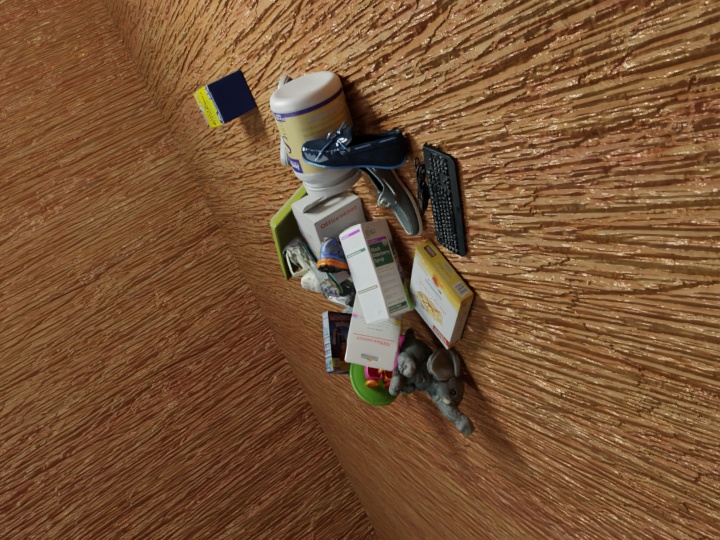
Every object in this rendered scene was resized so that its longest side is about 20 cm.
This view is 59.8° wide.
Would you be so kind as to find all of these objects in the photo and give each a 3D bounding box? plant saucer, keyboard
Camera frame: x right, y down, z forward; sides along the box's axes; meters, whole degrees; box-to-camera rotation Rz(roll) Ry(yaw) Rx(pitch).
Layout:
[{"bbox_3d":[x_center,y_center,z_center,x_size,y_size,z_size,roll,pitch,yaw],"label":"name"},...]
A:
[{"bbox_3d":[-0.154,-0.113,1.549,0.047,0.201,0.202,25,148,21],"label":"plant saucer"},{"bbox_3d":[0.127,-0.114,1.062,0.104,0.039,0.204,39,151,46],"label":"keyboard"}]

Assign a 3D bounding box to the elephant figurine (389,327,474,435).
[{"bbox_3d":[0.169,0.239,1.368,0.195,0.159,0.141,16,-174,8],"label":"elephant figurine"}]

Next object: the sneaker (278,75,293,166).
[{"bbox_3d":[-0.139,-0.330,1.393,0.077,0.079,0.204,7,125,10],"label":"sneaker"}]

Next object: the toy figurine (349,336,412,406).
[{"bbox_3d":[0.096,0.233,1.539,0.184,0.195,0.154,131,142,-51],"label":"toy figurine"}]

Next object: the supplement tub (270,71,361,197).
[{"bbox_3d":[-0.080,-0.263,1.218,0.145,0.143,0.204,33,148,53],"label":"supplement tub"}]

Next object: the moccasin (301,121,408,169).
[{"bbox_3d":[-0.011,-0.227,1.107,0.081,0.194,0.070,-76,-17,-50],"label":"moccasin"}]

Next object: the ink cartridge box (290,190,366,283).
[{"bbox_3d":[-0.064,-0.099,1.451,0.125,0.127,0.204,37,150,49],"label":"ink cartridge box"}]

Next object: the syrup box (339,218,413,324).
[{"bbox_3d":[0.033,0.001,1.323,0.081,0.078,0.205,-19,87,49],"label":"syrup box"}]

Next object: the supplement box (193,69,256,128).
[{"bbox_3d":[-0.384,-0.478,1.757,0.199,0.108,0.111,19,136,64],"label":"supplement box"}]

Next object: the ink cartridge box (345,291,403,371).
[{"bbox_3d":[0.033,0.130,1.392,0.113,0.204,0.068,10,150,3],"label":"ink cartridge box"}]

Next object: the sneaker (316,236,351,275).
[{"bbox_3d":[-0.015,-0.034,1.389,0.074,0.198,0.081,-8,80,39],"label":"sneaker"}]

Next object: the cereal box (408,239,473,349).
[{"bbox_3d":[0.154,0.053,1.238,0.145,0.039,0.202,53,160,26],"label":"cereal box"}]

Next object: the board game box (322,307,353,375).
[{"bbox_3d":[-0.028,0.171,1.656,0.061,0.197,0.206,-22,67,41],"label":"board game box"}]

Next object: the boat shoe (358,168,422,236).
[{"bbox_3d":[0.049,-0.147,1.182,0.203,0.061,0.073,61,162,-3],"label":"boat shoe"}]

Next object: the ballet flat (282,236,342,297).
[{"bbox_3d":[-0.119,0.005,1.444,0.201,0.071,0.073,48,159,32],"label":"ballet flat"}]

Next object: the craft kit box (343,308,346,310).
[{"bbox_3d":[0.034,0.225,1.817,0.200,0.048,0.200,44,158,41],"label":"craft kit box"}]

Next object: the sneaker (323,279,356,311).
[{"bbox_3d":[-0.010,0.071,1.580,0.198,0.085,0.120,28,173,37],"label":"sneaker"}]

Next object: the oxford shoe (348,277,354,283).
[{"bbox_3d":[0.000,0.000,1.542,0.074,0.059,0.199,15,-167,-39],"label":"oxford shoe"}]
